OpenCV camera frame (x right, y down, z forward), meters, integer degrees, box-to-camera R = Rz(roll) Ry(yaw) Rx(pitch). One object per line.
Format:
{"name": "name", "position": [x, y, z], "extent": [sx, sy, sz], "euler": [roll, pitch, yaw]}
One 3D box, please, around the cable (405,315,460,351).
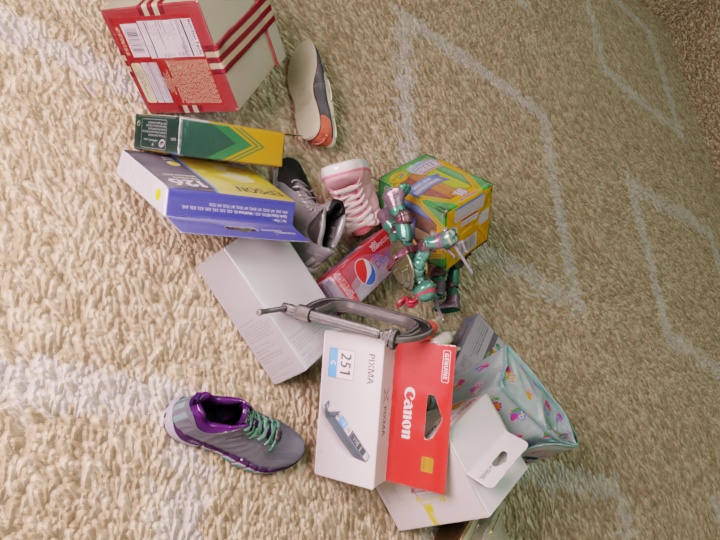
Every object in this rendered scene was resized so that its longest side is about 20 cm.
{"name": "cable", "position": [0.093, 0.141, 1.121], "extent": [0.097, 0.050, 0.200], "euler": [54, 41, -1]}

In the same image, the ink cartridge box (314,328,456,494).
{"name": "ink cartridge box", "position": [0.030, 0.186, 0.892], "extent": [0.045, 0.175, 0.201], "euler": [-1, 96, -62]}

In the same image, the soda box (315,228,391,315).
{"name": "soda box", "position": [0.000, 0.000, 1.094], "extent": [0.064, 0.070, 0.200], "euler": [57, 41, -7]}

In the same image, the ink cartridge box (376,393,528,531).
{"name": "ink cartridge box", "position": [0.128, 0.273, 0.970], "extent": [0.128, 0.200, 0.126], "euler": [-29, 89, -48]}

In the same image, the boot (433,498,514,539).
{"name": "boot", "position": [0.213, 0.396, 1.045], "extent": [0.155, 0.072, 0.200], "euler": [41, 75, -23]}

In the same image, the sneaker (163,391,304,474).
{"name": "sneaker", "position": [-0.139, 0.201, 0.837], "extent": [0.199, 0.087, 0.075], "euler": [25, 53, -33]}

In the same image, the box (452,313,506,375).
{"name": "box", "position": [0.241, 0.202, 1.239], "extent": [0.200, 0.041, 0.156], "euler": [50, 43, -13]}

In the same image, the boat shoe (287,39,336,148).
{"name": "boat shoe", "position": [-0.080, -0.310, 1.188], "extent": [0.062, 0.071, 0.201], "euler": [13, 61, -46]}

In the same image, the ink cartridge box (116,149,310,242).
{"name": "ink cartridge box", "position": [-0.191, -0.101, 0.900], "extent": [0.197, 0.047, 0.200], "euler": [2, 23, -44]}

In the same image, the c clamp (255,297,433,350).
{"name": "c clamp", "position": [-0.010, 0.068, 0.878], "extent": [0.171, 0.199, 0.027], "euler": [-20, 121, -70]}

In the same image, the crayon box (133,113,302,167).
{"name": "crayon box", "position": [-0.198, -0.182, 0.958], "extent": [0.199, 0.125, 0.052], "euler": [-2, 103, -44]}

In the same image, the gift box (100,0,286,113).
{"name": "gift box", "position": [-0.236, -0.347, 0.956], "extent": [0.185, 0.199, 0.187], "euler": [79, 28, -44]}

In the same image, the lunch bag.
{"name": "lunch bag", "position": [0.233, 0.251, 1.105], "extent": [0.200, 0.170, 0.122], "euler": [46, 34, -15]}

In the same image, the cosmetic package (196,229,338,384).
{"name": "cosmetic package", "position": [-0.121, 0.042, 0.948], "extent": [0.113, 0.081, 0.200], "euler": [-35, 93, -48]}

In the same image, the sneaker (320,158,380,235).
{"name": "sneaker", "position": [-0.008, -0.115, 1.101], "extent": [0.200, 0.075, 0.105], "euler": [23, 53, -81]}

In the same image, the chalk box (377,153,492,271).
{"name": "chalk box", "position": [0.111, -0.114, 1.173], "extent": [0.124, 0.124, 0.200], "euler": [-33, 47, -31]}

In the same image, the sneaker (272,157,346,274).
{"name": "sneaker", "position": [-0.069, -0.103, 1.049], "extent": [0.075, 0.115, 0.201], "euler": [3, 67, -43]}

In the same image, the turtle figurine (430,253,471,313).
{"name": "turtle figurine", "position": [0.152, -0.031, 1.244], "extent": [0.149, 0.101, 0.201], "euler": [24, 59, -33]}

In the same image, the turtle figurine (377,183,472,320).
{"name": "turtle figurine", "position": [0.088, -0.024, 1.042], "extent": [0.100, 0.150, 0.201], "euler": [-13, 70, -31]}
